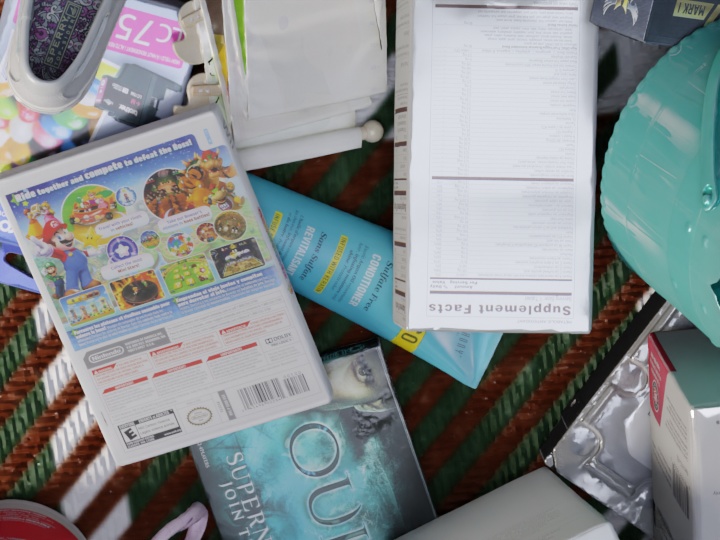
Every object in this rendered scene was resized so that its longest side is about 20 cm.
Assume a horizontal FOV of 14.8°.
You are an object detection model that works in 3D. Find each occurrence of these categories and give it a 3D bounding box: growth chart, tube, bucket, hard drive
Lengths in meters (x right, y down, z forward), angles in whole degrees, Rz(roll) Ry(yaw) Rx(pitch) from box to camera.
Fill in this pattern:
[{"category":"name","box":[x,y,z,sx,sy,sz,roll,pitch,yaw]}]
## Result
[{"category":"growth chart","box":[-0.043,-0.155,1.646,0.144,0.018,0.201,-3,106,-21]},{"category":"tube","box":[0.000,0.000,1.698,0.199,0.050,0.078,24,108,-14]},{"category":"bucket","box":[0.244,-0.042,1.560,0.206,0.135,0.208,-18,125,-26]},{"category":"hard drive","box":[0.224,0.075,1.733,0.139,0.038,0.200,35,101,-11]}]

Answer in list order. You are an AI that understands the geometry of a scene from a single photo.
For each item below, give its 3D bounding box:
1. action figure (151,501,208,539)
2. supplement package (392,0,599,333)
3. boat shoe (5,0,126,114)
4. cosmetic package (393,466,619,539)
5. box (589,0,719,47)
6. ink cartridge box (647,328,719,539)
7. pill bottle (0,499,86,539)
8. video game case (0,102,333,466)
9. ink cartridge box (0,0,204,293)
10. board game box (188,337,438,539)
[{"category":"action figure","box":[-0.146,0.262,1.715,0.200,0.134,0.149,-37,84,31]},{"category":"supplement package","box":[0.077,-0.065,1.629,0.113,0.110,0.201,2,92,-3]},{"category":"boat shoe","box":[-0.158,-0.190,1.596,0.072,0.069,0.201,23,80,-6]},{"category":"cosmetic package","box":[0.118,0.243,1.651,0.123,0.200,0.200,-26,98,-5]},{"category":"box","box":[0.233,-0.203,1.602,0.199,0.051,0.158,2,106,-41]},{"category":"ink cartridge box","box":[0.226,0.149,1.658,0.084,0.145,0.201,-5,107,-3]},{"category":"pill bottle","box":[-0.214,0.220,1.658,0.112,0.200,0.113,-1,105,-3]},{"category":"video game case","box":[-0.116,0.011,1.661,0.143,0.018,0.201,-17,113,11]},{"category":"ink cartridge box","box":[-0.174,-0.077,1.668,0.119,0.042,0.201,15,105,-7]},{"category":"board game box","box":[-0.021,0.154,1.742,0.135,0.028,0.201,-19,105,2]}]
